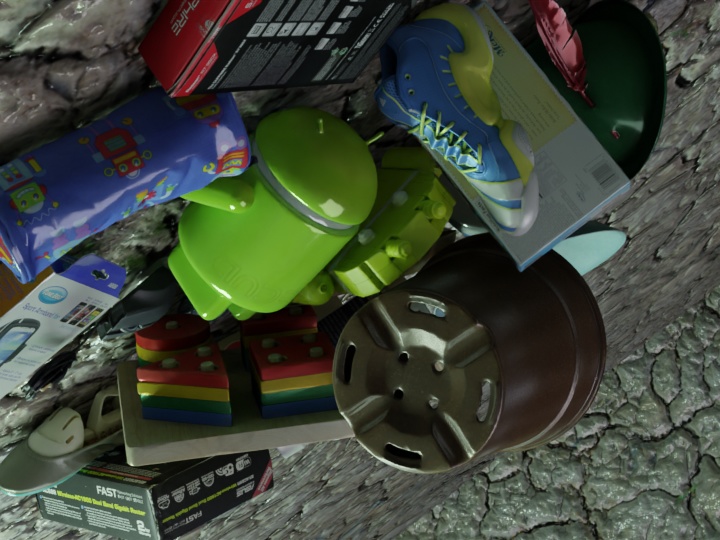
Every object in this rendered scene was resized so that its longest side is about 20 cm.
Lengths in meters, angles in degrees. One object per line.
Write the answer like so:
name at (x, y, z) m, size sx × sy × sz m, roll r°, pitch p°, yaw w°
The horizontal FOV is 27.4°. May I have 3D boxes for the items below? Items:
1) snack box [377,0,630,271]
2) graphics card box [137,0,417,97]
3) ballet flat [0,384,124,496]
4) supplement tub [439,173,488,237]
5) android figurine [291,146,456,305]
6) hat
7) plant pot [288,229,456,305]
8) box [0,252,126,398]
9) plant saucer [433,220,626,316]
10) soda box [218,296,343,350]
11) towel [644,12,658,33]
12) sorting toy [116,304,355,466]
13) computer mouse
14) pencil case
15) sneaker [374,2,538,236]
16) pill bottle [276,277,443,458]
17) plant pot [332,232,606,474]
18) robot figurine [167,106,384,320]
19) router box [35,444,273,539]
snack box at (0.118, -0.113, 1.234) m, size 0.116 × 0.200 × 0.037 m, roll -37°, pitch 169°, yaw 1°
graphics card box at (-0.043, -0.181, 1.004) m, size 0.200 × 0.051 × 0.126 m, roll -13°, pitch 150°, yaw -50°
ballet flat at (-0.266, 0.150, 1.416) m, size 0.200 × 0.067 × 0.064 m, roll -22°, pitch 130°, yaw -41°
supplement tub at (0.145, -0.084, 1.474) m, size 0.132 × 0.132 × 0.200 m, roll -40°, pitch 162°, yaw 8°
android figurine at (0.005, -0.037, 1.281) m, size 0.182 × 0.041 × 0.200 m, roll -48°, pitch -157°, yaw -16°
hat at (0.161, -0.173, 1.335) m, size 0.176 × 0.201 × 0.166 m, roll -4°, pitch -170°, yaw -30°
plant pot at (0.000, 0.000, 1.423) m, size 0.199 × 0.028 × 0.200 m, roll -16°, pitch -178°, yaw 1°
box at (-0.277, 0.047, 1.150) m, size 0.200 × 0.042 × 0.119 m, roll -41°, pitch 162°, yaw 4°
plant saucer at (0.157, -0.009, 1.427) m, size 0.200 × 0.039 × 0.201 m, roll -20°, pitch 166°, yaw -5°
soda box at (-0.099, 0.094, 1.557) m, size 0.200 × 0.068 × 0.064 m, roll -28°, pitch 159°, yaw -27°
towel at (0.262, -0.168, 1.480) m, size 0.200 × 0.036 × 0.149 m, roll 57°, pitch 42°, yaw -85°
sorting toy at (-0.115, 0.089, 1.308) m, size 0.198 × 0.070 × 0.200 m, roll -7°, pitch -162°, yaw -10°
computer mouse at (-0.208, 0.055, 1.209) m, size 0.059 × 0.034 × 0.200 m, roll -34°, pitch -173°, yaw 41°
pencil case at (-0.170, -0.065, 1.008) m, size 0.200 × 0.078 × 0.087 m, roll -30°, pitch 169°, yaw -23°
sneaker at (0.067, -0.113, 1.172) m, size 0.105 × 0.201 × 0.076 m, roll -13°, pitch 163°, yaw -18°
pill bottle at (-0.014, 0.099, 1.477) m, size 0.200 × 0.111 × 0.111 m, roll -34°, pitch 162°, yaw -2°
plant pot at (0.085, 0.075, 1.248) m, size 0.200 × 0.200 × 0.198 m, roll -45°, pitch 167°, yaw 23°
robot figurine at (-0.067, -0.047, 1.185) m, size 0.200 × 0.116 × 0.175 m, roll -46°, pitch 152°, yaw 26°
router box at (-0.206, 0.202, 1.450) m, size 0.200 × 0.062 × 0.150 m, roll 1°, pitch -163°, yaw 45°
